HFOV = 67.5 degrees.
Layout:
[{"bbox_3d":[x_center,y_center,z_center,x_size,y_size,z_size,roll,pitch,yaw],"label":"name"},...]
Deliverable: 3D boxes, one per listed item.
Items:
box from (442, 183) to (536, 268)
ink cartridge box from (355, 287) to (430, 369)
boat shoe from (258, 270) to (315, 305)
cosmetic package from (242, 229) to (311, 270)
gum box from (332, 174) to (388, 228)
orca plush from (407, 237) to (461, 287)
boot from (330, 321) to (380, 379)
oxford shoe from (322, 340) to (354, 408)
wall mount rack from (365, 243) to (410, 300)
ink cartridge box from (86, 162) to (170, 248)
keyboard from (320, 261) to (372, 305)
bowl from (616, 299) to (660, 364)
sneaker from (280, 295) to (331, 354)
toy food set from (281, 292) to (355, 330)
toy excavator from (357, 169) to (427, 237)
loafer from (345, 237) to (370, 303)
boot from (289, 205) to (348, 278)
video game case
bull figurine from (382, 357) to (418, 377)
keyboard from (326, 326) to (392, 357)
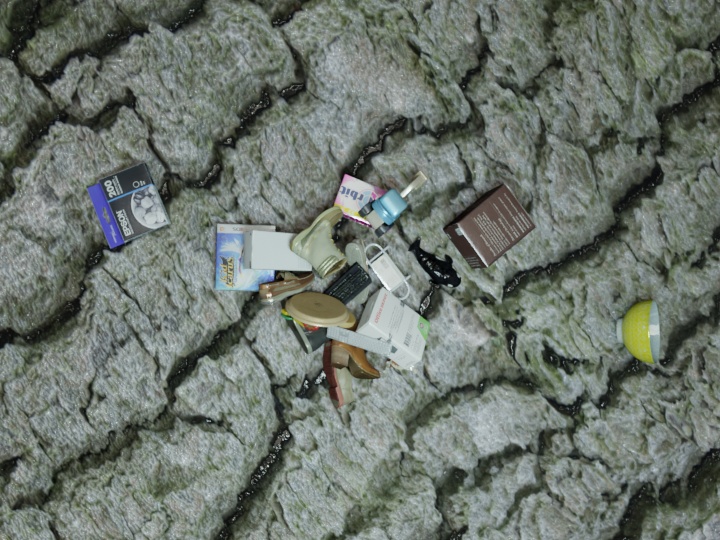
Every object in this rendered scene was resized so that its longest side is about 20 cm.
[{"bbox_3d":[0.393,-0.132,1.661,0.199,0.166,0.165,-39,93,-5],"label":"box"},{"bbox_3d":[0.099,0.172,1.612,0.199,0.084,0.147,37,47,-13],"label":"ink cartridge box"},{"bbox_3d":[-0.218,0.037,1.602,0.198,0.075,0.073,-26,105,-41],"label":"boat shoe"},{"bbox_3d":[-0.245,-0.056,1.601,0.197,0.081,0.116,4,87,-32],"label":"cosmetic package"},{"bbox_3d":[0.020,-0.204,1.676,0.197,0.066,0.116,21,86,-5],"label":"gum box"},{"bbox_3d":[0.243,-0.021,1.691,0.105,0.071,0.201,-36,92,-5],"label":"orca plush"},{"bbox_3d":[-0.008,0.244,1.667,0.198,0.076,0.158,26,56,-27],"label":"boot"},{"bbox_3d":[-0.066,0.316,1.668,0.074,0.070,0.205,-8,88,-32],"label":"oxford shoe"},{"bbox_3d":[0.056,0.023,1.676,0.173,0.075,0.201,-37,91,-8],"label":"wall mount rack"},{"bbox_3d":[-0.702,-0.195,1.619,0.197,0.043,0.201,-23,91,-4],"label":"ink cartridge box"},{"bbox_3d":[-0.063,0.038,1.624,0.127,0.021,0.200,46,127,-3],"label":"keyboard"},{"bbox_3d":[0.883,0.194,1.720,0.106,0.198,0.205,-3,89,37],"label":"bowl"},{"bbox_3d":[-0.165,0.146,1.659,0.105,0.075,0.203,-25,82,-26],"label":"sneaker"},{"bbox_3d":[-0.125,0.120,1.568,0.196,0.198,0.050,28,116,34],"label":"toy food set"},{"bbox_3d":[0.110,-0.208,1.595,0.199,0.194,0.100,-40,92,20],"label":"toy excavator"},{"bbox_3d":[0.000,0.000,1.622,0.071,0.063,0.204,7,120,25],"label":"loafer"},{"bbox_3d":[-0.087,-0.083,1.570,0.154,0.072,0.200,40,68,19],"label":"boot"},{"bbox_3d":[-0.349,-0.039,1.648,0.177,0.045,0.205,1,89,-5],"label":"video game case"},{"bbox_3d":[0.095,0.251,1.664,0.121,0.065,0.201,-30,82,-47],"label":"bull figurine"},{"bbox_3d":[-0.004,0.204,1.573,0.196,0.057,0.011,17,47,7],"label":"keyboard"}]
